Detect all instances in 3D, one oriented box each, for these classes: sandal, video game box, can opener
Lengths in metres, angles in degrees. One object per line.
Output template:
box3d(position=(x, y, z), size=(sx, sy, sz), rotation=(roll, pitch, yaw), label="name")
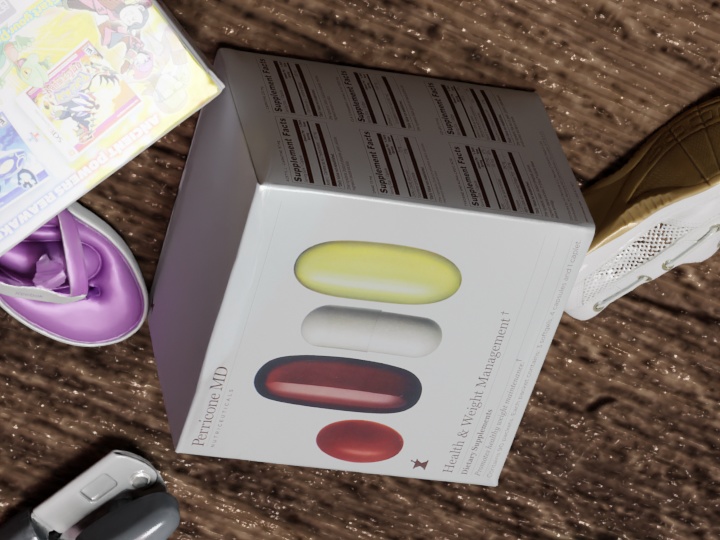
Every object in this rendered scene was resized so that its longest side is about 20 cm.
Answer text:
box3d(position=(-0.198, -0.017, 1.629), size=(0.082, 0.050, 0.203), rotation=(-33, 123, 12), label="sandal")
box3d(position=(-0.206, -0.114, 1.528), size=(0.200, 0.047, 0.182), rotation=(-35, 108, 6), label="video game box")
box3d(position=(-0.203, 0.181, 1.764), size=(0.200, 0.067, 0.053), rotation=(-34, 126, 18), label="can opener")

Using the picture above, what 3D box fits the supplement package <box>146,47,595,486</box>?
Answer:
box3d(position=(0.000, 0.000, 1.624), size=(0.199, 0.147, 0.192), rotation=(7, 123, -17), label="supplement package")

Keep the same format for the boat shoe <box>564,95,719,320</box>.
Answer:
box3d(position=(0.192, -0.038, 1.689), size=(0.200, 0.071, 0.069), rotation=(-32, 127, 22), label="boat shoe")
